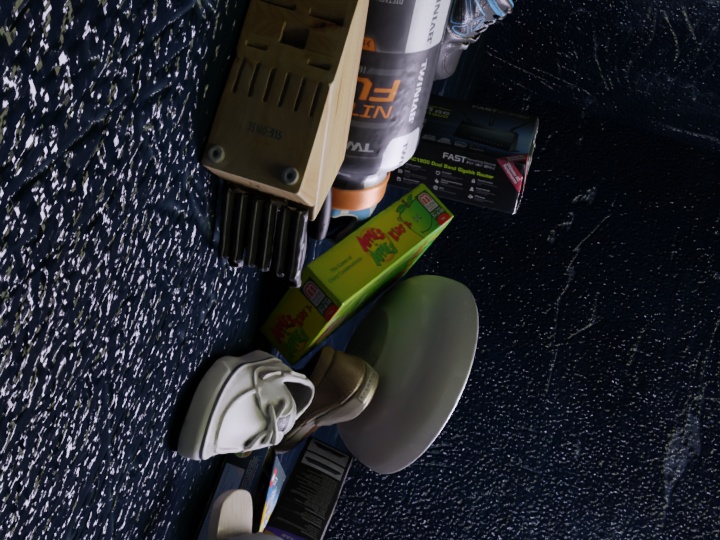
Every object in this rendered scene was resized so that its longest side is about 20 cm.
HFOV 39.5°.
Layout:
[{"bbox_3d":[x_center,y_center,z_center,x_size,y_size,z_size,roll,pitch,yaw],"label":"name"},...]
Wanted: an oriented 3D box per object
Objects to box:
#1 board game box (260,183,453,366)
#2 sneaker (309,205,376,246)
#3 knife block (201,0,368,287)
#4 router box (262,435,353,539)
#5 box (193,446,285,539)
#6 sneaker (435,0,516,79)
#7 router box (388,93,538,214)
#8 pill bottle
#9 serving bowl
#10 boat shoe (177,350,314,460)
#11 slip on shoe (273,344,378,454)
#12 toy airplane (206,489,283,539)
[{"bbox_3d":[0.000,0.000,0.943,0.199,0.048,0.102,-37,170,-47],"label":"board game box"},{"bbox_3d":[-0.023,-0.055,0.976,0.072,0.072,0.200,-42,170,-13],"label":"sneaker"},{"bbox_3d":[-0.042,-0.094,0.658,0.176,0.063,0.204,23,84,-84],"label":"knife block"},{"bbox_3d":[-0.078,0.282,0.942,0.158,0.051,0.203,-62,175,-65],"label":"router box"},{"bbox_3d":[-0.121,0.248,0.995,0.201,0.037,0.139,90,18,-70],"label":"box"},{"bbox_3d":[0.099,-0.235,0.895,0.201,0.080,0.074,103,3,-62],"label":"sneaker"},{"bbox_3d":[0.101,-0.144,1.155,0.150,0.196,0.063,-63,164,-58],"label":"router box"},{"bbox_3d":[0.002,-0.143,0.715,0.107,0.104,0.203,-65,170,-51],"label":"pill bottle"},{"bbox_3d":[0.029,0.090,0.973,0.200,0.065,0.202,-49,-154,33],"label":"serving bowl"},{"bbox_3d":[-0.084,0.111,0.795,0.200,0.065,0.073,0,109,-80],"label":"boat shoe"},{"bbox_3d":[-0.059,0.121,0.955,0.199,0.060,0.077,-29,-150,54],"label":"slip on shoe"},{"bbox_3d":[-0.094,0.296,0.736,0.200,0.138,0.203,-58,138,-57],"label":"toy airplane"}]
